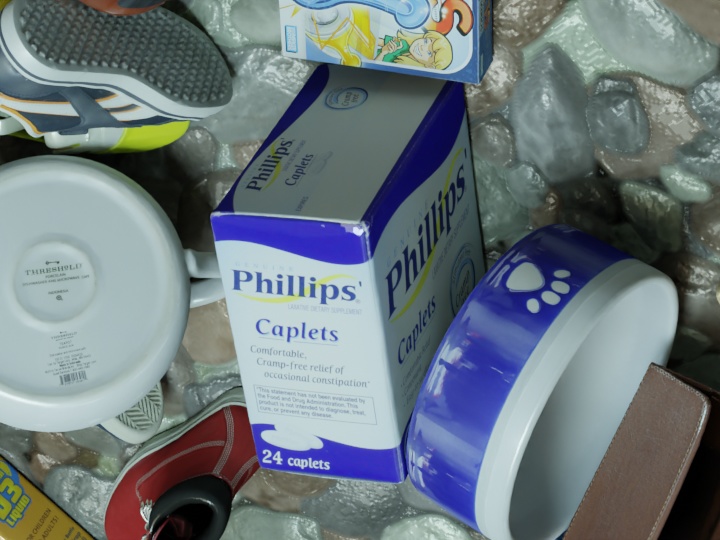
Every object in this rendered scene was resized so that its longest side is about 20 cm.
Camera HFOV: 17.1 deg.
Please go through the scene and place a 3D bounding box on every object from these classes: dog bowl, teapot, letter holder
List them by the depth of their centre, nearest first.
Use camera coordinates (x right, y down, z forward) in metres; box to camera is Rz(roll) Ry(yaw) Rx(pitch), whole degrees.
[{"bbox_3d":[0.209,0.184,1.512,0.100,0.142,0.201,24,96,-26],"label":"letter holder"},{"bbox_3d":[0.117,0.075,1.520,0.079,0.200,0.201,29,133,24],"label":"dog bowl"},{"bbox_3d":[-0.206,0.022,1.628,0.199,0.198,0.146,33,165,0],"label":"teapot"}]

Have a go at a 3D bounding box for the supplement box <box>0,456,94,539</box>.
[{"bbox_3d":[-0.281,0.206,1.879,0.200,0.067,0.069,41,129,-10],"label":"supplement box"}]

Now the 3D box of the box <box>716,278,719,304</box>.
[{"bbox_3d":[0.346,0.054,1.529,0.199,0.021,0.164,-13,117,31],"label":"box"}]

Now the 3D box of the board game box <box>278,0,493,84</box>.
[{"bbox_3d":[0.014,-0.217,1.465,0.134,0.035,0.201,9,127,17],"label":"board game box"}]

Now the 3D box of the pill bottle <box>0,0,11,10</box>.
[{"bbox_3d":[-0.262,-0.217,1.532,0.111,0.112,0.201,7,127,18],"label":"pill bottle"}]

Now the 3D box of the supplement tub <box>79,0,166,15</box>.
[{"bbox_3d":[-0.111,-0.238,1.430,0.107,0.107,0.200,43,144,-11],"label":"supplement tub"}]

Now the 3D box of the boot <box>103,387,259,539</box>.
[{"bbox_3d":[-0.147,0.184,1.754,0.072,0.145,0.200,39,131,-10],"label":"boot"}]

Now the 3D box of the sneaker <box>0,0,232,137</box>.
[{"bbox_3d":[-0.172,-0.128,1.527,0.079,0.199,0.079,-30,65,34],"label":"sneaker"}]

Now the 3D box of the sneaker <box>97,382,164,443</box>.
[{"bbox_3d":[-0.230,0.055,1.749,0.200,0.075,0.084,48,134,-6],"label":"sneaker"}]

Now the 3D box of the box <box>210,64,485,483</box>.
[{"bbox_3d":[0.000,0.000,1.531,0.104,0.184,0.201,5,126,21],"label":"box"}]

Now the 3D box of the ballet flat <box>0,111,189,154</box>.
[{"bbox_3d":[-0.215,-0.108,1.620,0.199,0.067,0.067,11,120,16],"label":"ballet flat"}]

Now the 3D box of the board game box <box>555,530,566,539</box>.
[{"bbox_3d":[0.209,0.263,1.655,0.198,0.026,0.201,3,120,-6],"label":"board game box"}]
